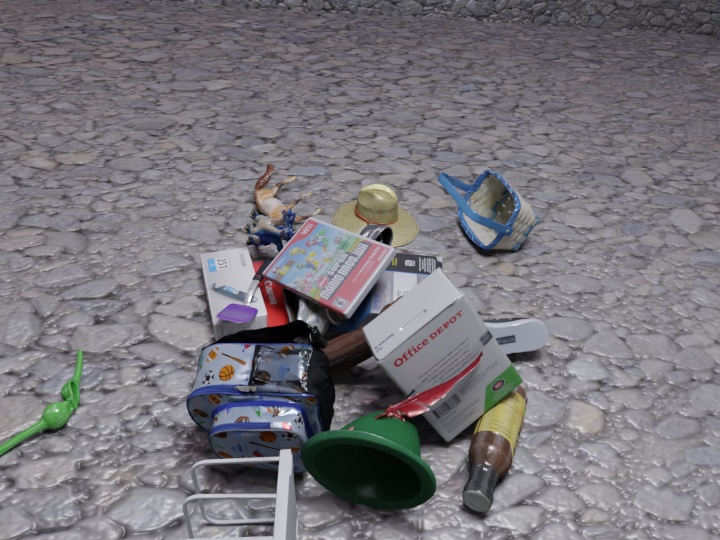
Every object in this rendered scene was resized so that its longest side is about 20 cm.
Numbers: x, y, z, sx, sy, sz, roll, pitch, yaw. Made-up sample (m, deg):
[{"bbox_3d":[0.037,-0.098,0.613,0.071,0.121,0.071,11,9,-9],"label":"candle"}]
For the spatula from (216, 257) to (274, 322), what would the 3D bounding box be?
[{"bbox_3d":[-0.185,0.031,1.007,0.055,0.021,0.202,11,37,8],"label":"spatula"}]

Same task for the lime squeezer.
[{"bbox_3d":[-0.437,0.191,0.844,0.069,0.038,0.202,-16,31,26],"label":"lime squeezer"}]

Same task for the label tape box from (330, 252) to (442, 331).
[{"bbox_3d":[0.050,0.040,1.046,0.194,0.064,0.147,5,49,-1],"label":"label tape box"}]

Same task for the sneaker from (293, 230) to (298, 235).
[{"bbox_3d":[-0.083,-0.020,1.108,0.198,0.074,0.089,10,73,51],"label":"sneaker"}]

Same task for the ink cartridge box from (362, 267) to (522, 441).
[{"bbox_3d":[0.116,0.120,0.819,0.145,0.201,0.084,-37,32,3],"label":"ink cartridge box"}]

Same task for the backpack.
[{"bbox_3d":[-0.135,0.178,0.783,0.185,0.203,0.156,7,47,10],"label":"backpack"}]

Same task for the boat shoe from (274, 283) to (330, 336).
[{"bbox_3d":[-0.111,0.032,1.020,0.064,0.075,0.205,18,36,-37],"label":"boat shoe"}]

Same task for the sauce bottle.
[{"bbox_3d":[0.189,0.245,0.827,0.063,0.066,0.201,19,42,17],"label":"sauce bottle"}]

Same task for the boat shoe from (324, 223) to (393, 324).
[{"bbox_3d":[0.000,0.000,0.999,0.062,0.073,0.203,-8,47,45],"label":"boat shoe"}]

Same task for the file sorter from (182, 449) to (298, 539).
[{"bbox_3d":[-0.133,0.322,0.626,0.121,0.142,0.202,0,38,-2],"label":"file sorter"}]

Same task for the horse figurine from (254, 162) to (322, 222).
[{"bbox_3d":[-0.178,-0.149,1.277,0.131,0.050,0.201,-32,58,-16],"label":"horse figurine"}]

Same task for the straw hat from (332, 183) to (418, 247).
[{"bbox_3d":[0.037,-0.141,1.275,0.195,0.087,0.204,4,39,-3],"label":"straw hat"}]

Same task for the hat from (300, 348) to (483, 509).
[{"bbox_3d":[0.038,0.193,0.771,0.195,0.168,0.178,17,46,1],"label":"hat"}]

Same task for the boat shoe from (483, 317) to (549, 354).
[{"bbox_3d":[0.222,0.116,1.002,0.194,0.071,0.057,-4,3,-1],"label":"boat shoe"}]

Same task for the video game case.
[{"bbox_3d":[-0.055,-0.011,0.984,0.197,0.018,0.144,22,63,35],"label":"video game case"}]

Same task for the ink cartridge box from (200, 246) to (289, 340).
[{"bbox_3d":[-0.192,0.031,1.062,0.171,0.046,0.202,-9,40,-17],"label":"ink cartridge box"}]

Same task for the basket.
[{"bbox_3d":[0.266,-0.129,1.230,0.197,0.140,0.178,22,27,-32],"label":"basket"}]

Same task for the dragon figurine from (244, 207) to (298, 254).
[{"bbox_3d":[-0.166,-0.066,1.117,0.097,0.201,0.060,19,69,-2],"label":"dragon figurine"}]

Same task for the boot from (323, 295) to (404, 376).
[{"bbox_3d":[0.024,0.118,0.930,0.185,0.198,0.065,27,33,-54],"label":"boot"}]
